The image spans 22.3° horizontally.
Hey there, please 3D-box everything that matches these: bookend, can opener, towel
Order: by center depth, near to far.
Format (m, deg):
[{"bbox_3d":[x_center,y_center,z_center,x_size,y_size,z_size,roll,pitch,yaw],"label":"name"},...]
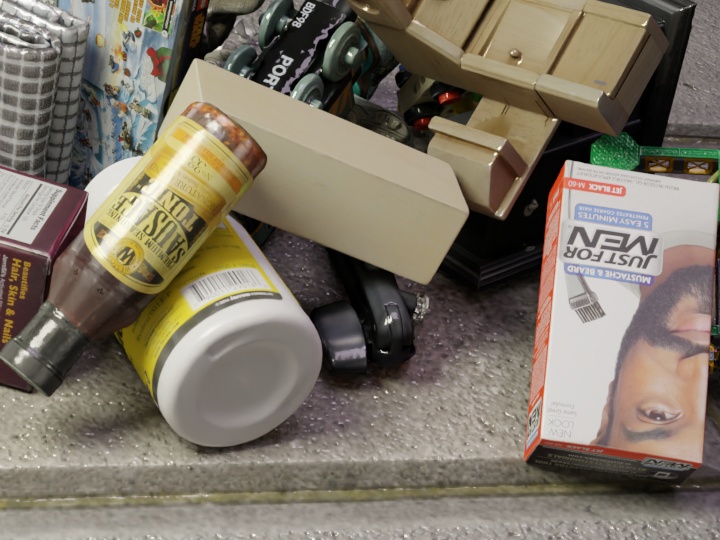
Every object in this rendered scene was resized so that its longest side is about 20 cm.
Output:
[{"bbox_3d":[-0.298,-0.131,1.287,0.199,0.166,0.086,23,39,12],"label":"towel"},{"bbox_3d":[0.000,0.000,1.301,0.078,0.064,0.200,5,35,-13],"label":"can opener"},{"bbox_3d":[0.141,-0.112,1.388,0.198,0.201,0.092,-19,40,-41],"label":"bookend"}]

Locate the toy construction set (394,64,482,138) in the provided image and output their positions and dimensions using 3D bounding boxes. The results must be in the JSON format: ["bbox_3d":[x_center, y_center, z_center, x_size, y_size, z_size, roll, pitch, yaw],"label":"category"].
[{"bbox_3d":[0.099,-0.163,1.474,0.131,0.200,0.092,-10,64,-20],"label":"toy construction set"}]

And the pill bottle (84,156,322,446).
[{"bbox_3d":[-0.114,0.012,1.196,0.111,0.112,0.200,-7,40,-29],"label":"pill bottle"}]

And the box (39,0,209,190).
[{"bbox_3d":[-0.187,-0.142,1.311,0.137,0.201,0.040,29,34,20],"label":"box"}]

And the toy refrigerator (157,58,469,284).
[{"bbox_3d":[-0.034,-0.063,1.228,0.199,0.070,0.076,20,24,-20],"label":"toy refrigerator"}]

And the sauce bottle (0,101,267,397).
[{"bbox_3d":[-0.139,-0.011,1.111,0.066,0.066,0.200,32,78,24],"label":"sauce bottle"}]

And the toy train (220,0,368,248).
[{"bbox_3d":[-0.061,-0.112,1.340,0.085,0.114,0.200,24,64,18],"label":"toy train"}]

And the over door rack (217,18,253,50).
[{"bbox_3d":[-0.151,-0.263,1.604,0.147,0.067,0.201,19,55,6],"label":"over door rack"}]

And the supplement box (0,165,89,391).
[{"bbox_3d":[-0.285,-0.014,1.169,0.199,0.111,0.086,16,34,2],"label":"supplement box"}]

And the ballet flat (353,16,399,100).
[{"bbox_3d":[0.009,-0.181,1.478,0.074,0.075,0.200,5,-4,-14],"label":"ballet flat"}]

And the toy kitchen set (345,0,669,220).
[{"bbox_3d":[0.067,-0.155,1.265,0.200,0.164,0.180,21,-13,38],"label":"toy kitchen set"}]

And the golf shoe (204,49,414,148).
[{"bbox_3d":[-0.050,-0.123,1.473,0.199,0.079,0.097,23,14,8],"label":"golf shoe"}]

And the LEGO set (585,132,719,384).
[{"bbox_3d":[0.229,0.000,1.344,0.153,0.116,0.201,-5,66,5],"label":"LEGO set"}]

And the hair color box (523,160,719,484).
[{"bbox_3d":[0.177,0.034,1.227,0.110,0.064,0.201,8,69,-3],"label":"hair color box"}]

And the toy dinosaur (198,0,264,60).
[{"bbox_3d":[-0.135,-0.173,1.367,0.077,0.200,0.102,35,31,-3],"label":"toy dinosaur"}]
